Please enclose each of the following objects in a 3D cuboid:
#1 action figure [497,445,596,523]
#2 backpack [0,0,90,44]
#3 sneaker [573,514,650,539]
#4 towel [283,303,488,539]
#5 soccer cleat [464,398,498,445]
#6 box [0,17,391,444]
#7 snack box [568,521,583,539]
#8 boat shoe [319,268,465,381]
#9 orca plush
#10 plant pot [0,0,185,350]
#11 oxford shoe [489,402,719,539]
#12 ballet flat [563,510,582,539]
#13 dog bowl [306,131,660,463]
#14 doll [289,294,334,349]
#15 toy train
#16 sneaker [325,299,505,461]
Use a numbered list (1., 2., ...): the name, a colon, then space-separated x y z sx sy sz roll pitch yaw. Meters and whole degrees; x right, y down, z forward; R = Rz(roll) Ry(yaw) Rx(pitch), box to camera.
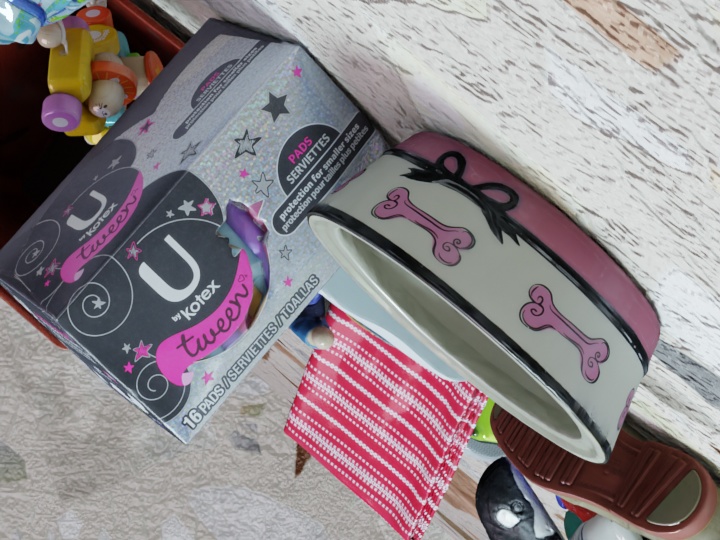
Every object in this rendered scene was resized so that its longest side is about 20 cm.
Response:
1. action figure: 0.132 0.126 1.649 0.066 0.052 0.200 50 174 -28
2. backpack: -0.175 -0.182 1.088 0.163 0.154 0.200 50 157 -19
3. sneaker: 0.239 0.219 1.520 0.199 0.073 0.071 27 135 -10
4. towel: 0.019 0.089 1.621 0.144 0.022 0.201 40 132 22
5. soccer cleat: 0.066 0.075 1.650 0.199 0.068 0.081 19 -160 36
6. box: -0.091 -0.027 1.257 0.115 0.200 0.132 45 171 -28
7. snack box: 0.228 0.253 1.595 0.200 0.053 0.142 40 -143 7
8. boat shoe: 0.000 0.000 1.465 0.200 0.071 0.091 44 170 -33
9. orca plush: 0.127 0.226 1.701 0.200 0.071 0.105 55 -176 -47
10. plant pot: -0.177 -0.079 1.508 0.199 0.200 0.176 38 -175 13
11. oxford shoe: 0.161 0.131 1.450 0.200 0.071 0.075 34 176 47
12. ballet flat: 0.246 0.233 1.701 0.200 0.067 0.070 40 149 4
13. dog bowl: 0.070 0.008 1.160 0.200 0.074 0.200 39 172 6
14. doll: -0.049 -0.010 1.599 0.200 0.048 0.137 109 144 -72
15. toy train: -0.150 -0.150 1.316 0.055 0.151 0.200 -2 174 6
16. sneaker: 0.036 0.083 1.773 0.200 0.073 0.071 42 169 -13
